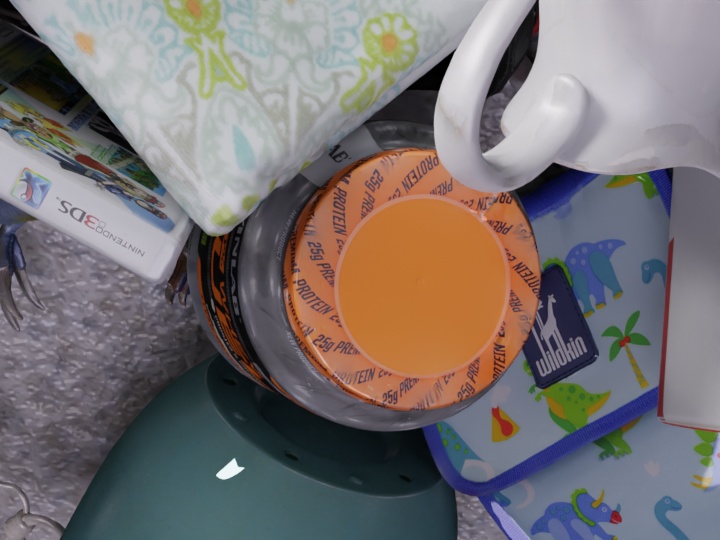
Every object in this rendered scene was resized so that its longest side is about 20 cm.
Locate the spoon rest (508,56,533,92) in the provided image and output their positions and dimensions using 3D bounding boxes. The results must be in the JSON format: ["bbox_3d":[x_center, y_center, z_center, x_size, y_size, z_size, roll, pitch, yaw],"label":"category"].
[{"bbox_3d":[0.151,-0.110,0.915,0.199,0.061,0.100,-26,118,23],"label":"spoon rest"}]

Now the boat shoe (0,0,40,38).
[{"bbox_3d":[-0.098,-0.118,0.936,0.199,0.067,0.057,25,145,-7],"label":"boat shoe"}]

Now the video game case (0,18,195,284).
[{"bbox_3d":[-0.141,-0.067,0.832,0.182,0.200,0.022,30,101,-5],"label":"video game case"}]

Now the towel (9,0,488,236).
[{"bbox_3d":[-0.039,-0.134,0.812,0.171,0.200,0.048,48,152,3],"label":"towel"}]

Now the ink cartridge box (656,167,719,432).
[{"bbox_3d":[0.234,0.001,0.902,0.199,0.084,0.145,5,88,-21],"label":"ink cartridge box"}]

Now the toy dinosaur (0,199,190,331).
[{"bbox_3d":[-0.156,-0.042,1.007,0.181,0.201,0.105,24,167,14],"label":"toy dinosaur"}]

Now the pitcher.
[{"bbox_3d":[0.099,-0.127,0.775,0.121,0.171,0.201,27,116,31],"label":"pitcher"}]

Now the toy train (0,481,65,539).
[{"bbox_3d":[-0.248,0.132,1.138,0.199,0.056,0.150,-27,121,26],"label":"toy train"}]

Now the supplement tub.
[{"bbox_3d":[0.000,0.000,0.887,0.122,0.200,0.123,0,91,-13],"label":"supplement tub"}]

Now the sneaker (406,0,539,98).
[{"bbox_3d":[-0.013,-0.128,0.891,0.199,0.098,0.071,22,135,-10],"label":"sneaker"}]

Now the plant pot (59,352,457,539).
[{"bbox_3d":[-0.045,0.134,1.037,0.200,0.201,0.162,19,114,-9],"label":"plant pot"}]

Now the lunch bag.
[{"bbox_3d":[0.125,0.048,1.004,0.170,0.128,0.200,-32,103,28],"label":"lunch bag"}]
